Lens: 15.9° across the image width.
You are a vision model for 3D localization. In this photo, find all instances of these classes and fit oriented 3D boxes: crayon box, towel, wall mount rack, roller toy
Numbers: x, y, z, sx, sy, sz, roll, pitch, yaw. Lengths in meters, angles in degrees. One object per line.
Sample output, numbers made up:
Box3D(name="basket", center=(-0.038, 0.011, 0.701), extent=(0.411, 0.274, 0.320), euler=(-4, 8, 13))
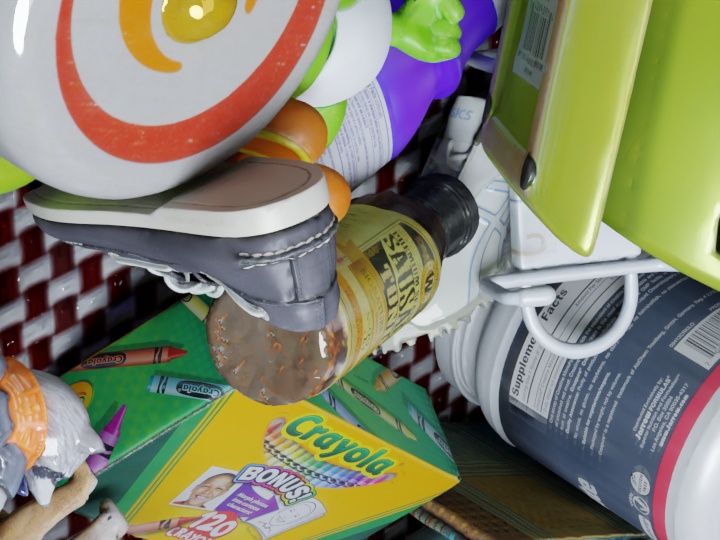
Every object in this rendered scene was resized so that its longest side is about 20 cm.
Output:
Box3D(name="crayon box", center=(-0.053, 0.082, 1.235), extent=(0.119, 0.058, 0.200), euler=(-32, 148, 18))
Box3D(name="towel", center=(0.080, 0.118, 1.384), extent=(0.200, 0.147, 0.022), euler=(4, 110, -50))
Box3D(name="wall mount rack", center=(0.142, -0.053, 1.266), extent=(0.174, 0.075, 0.200), euler=(-7, 101, -15))
Box3D(name="roller toy", center=(-0.100, -0.128, 0.992), extent=(0.182, 0.140, 0.200), euler=(-41, 141, -22))

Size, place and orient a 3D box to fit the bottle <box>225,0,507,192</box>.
Box3D(name="bottle", center=(-0.012, -0.079, 1.195), extent=(0.200, 0.065, 0.084), euler=(-41, 148, -21))

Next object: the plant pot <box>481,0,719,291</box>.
Box3D(name="plant pot", center=(0.159, -0.092, 1.130), extent=(0.181, 0.200, 0.199), euler=(10, 102, -8))

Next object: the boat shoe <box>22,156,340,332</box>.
Box3D(name="boat shoe", center=(-0.075, -0.011, 1.060), extent=(0.073, 0.200, 0.063), euler=(-28, 110, -30))

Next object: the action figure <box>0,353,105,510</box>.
Box3D(name="action figure", center=(-0.191, 0.098, 1.033), extent=(0.193, 0.105, 0.200), euler=(-18, 89, -23))

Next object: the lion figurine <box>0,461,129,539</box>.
Box3D(name="lion figurine", center=(-0.134, 0.162, 1.110), extent=(0.122, 0.200, 0.072), euler=(-37, 142, -10))

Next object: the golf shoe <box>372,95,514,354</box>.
Box3D(name="golf shoe", center=(0.048, -0.040, 1.308), extent=(0.200, 0.078, 0.097), euler=(-41, 126, -31))

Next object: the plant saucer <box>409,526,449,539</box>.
Box3D(name="plant saucer", center=(0.049, 0.197, 1.481), extent=(0.200, 0.027, 0.200), euler=(-27, 145, -21))

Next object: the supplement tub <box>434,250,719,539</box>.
Box3D(name="supplement tub", center=(0.152, 0.057, 1.375), extent=(0.140, 0.200, 0.140), euler=(-29, 136, -33))

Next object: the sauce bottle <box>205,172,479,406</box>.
Box3D(name="sauce bottle", center=(0.000, 0.000, 1.169), extent=(0.200, 0.066, 0.066), euler=(-39, 146, -58))

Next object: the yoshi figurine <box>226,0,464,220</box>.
Box3D(name="yoshi figurine", center=(0.012, -0.119, 1.117), extent=(0.112, 0.112, 0.200), euler=(35, 65, -28))
